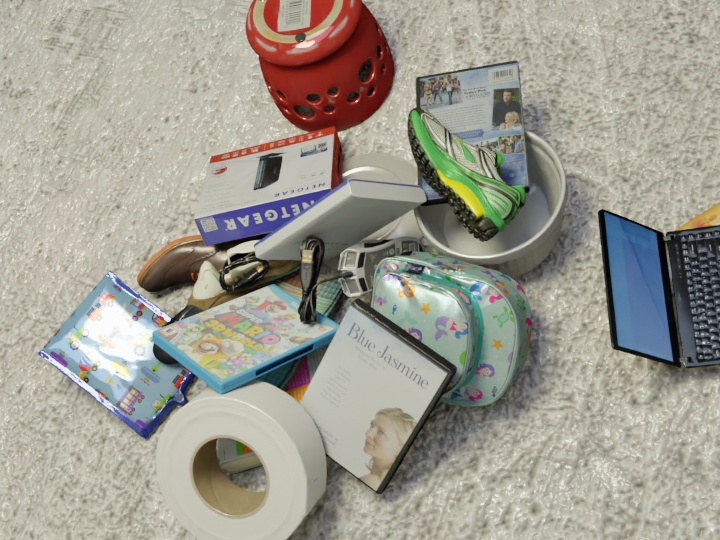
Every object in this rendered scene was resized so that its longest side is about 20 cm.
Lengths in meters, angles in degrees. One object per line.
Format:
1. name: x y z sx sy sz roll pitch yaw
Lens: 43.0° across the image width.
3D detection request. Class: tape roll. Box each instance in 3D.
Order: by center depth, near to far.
1. tape roll: -0.144 0.237 1.107 0.201 0.071 0.204 4 103 17

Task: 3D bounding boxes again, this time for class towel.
1. towel: -0.123 0.078 1.248 0.146 0.022 0.201 17 61 30

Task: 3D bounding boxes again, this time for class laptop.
1. laptop: 0.388 0.012 1.055 0.199 0.103 0.179 -8 65 19

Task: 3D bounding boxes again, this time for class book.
1. book: -0.091 0.173 1.201 0.199 0.048 0.134 -18 57 7

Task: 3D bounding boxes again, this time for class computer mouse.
1. computer mouse: 0.000 0.000 1.214 0.044 0.199 0.111 13 109 55
2. computer mouse: -0.201 0.054 1.232 0.200 0.059 0.034 -45 16 2

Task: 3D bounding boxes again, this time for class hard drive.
1. hard drive: -0.029 -0.061 1.182 0.200 0.131 0.026 -30 68 43

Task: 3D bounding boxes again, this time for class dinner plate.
1. dinner plate: 0.004 -0.089 1.317 0.199 0.024 0.202 -7 62 13

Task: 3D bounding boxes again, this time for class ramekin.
1. ramekin: 0.175 -0.081 1.211 0.199 0.105 0.202 -7 62 13

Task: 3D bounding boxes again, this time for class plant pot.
1. plant pot: -0.062 -0.338 1.374 0.199 0.183 0.202 -6 63 12

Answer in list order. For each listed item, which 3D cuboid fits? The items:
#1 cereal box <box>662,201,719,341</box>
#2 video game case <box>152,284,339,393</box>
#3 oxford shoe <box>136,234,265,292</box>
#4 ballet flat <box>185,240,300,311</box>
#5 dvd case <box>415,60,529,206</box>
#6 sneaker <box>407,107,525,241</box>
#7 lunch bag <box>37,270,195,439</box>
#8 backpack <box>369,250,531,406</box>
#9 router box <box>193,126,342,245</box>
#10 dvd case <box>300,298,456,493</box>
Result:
1. cereal box: 0.465 0.015 1.108 0.143 0.040 0.201 -33 59 1
2. video game case: -0.141 0.081 1.163 0.143 0.018 0.199 29 36 36
3. oxford shoe: -0.228 -0.010 1.323 0.199 0.071 0.073 -26 63 3
4. ballet flat: -0.175 0.005 1.268 0.199 0.073 0.068 -29 37 3
5. dvd case: 0.144 -0.182 1.201 0.142 0.018 0.201 -7 63 15
6. sneaker: 0.127 -0.130 1.136 0.085 0.078 0.200 -34 69 -8
7. lunch bag: -0.317 0.124 1.280 0.199 0.094 0.151 34 75 18
8. backpack: 0.104 0.075 1.120 0.199 0.150 0.179 13 103 17
9. router box: -0.126 -0.124 1.314 0.198 0.049 0.180 -12 35 8
10. dvd case: 0.010 0.152 1.080 0.142 0.018 0.201 34 117 14
